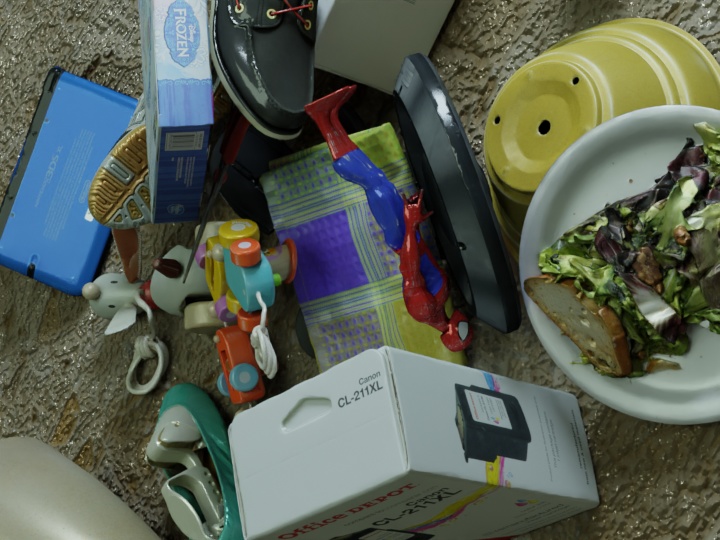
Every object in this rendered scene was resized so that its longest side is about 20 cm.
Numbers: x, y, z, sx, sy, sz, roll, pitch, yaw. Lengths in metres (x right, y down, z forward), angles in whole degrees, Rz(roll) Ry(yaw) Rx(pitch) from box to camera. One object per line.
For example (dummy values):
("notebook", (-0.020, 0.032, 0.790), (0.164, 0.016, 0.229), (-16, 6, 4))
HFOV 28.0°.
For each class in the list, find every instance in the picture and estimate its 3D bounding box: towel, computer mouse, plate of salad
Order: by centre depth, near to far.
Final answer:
("plate of salad", (0.192, -0.001, 0.888), (0.200, 0.048, 0.201), (3, 98, 22))
("towel", (0.000, 0.000, 1.085), (0.143, 0.023, 0.201), (-14, 92, 40))
("computer mouse", (-0.066, -0.096, 1.194), (0.141, 0.046, 0.200), (-56, 41, 17))

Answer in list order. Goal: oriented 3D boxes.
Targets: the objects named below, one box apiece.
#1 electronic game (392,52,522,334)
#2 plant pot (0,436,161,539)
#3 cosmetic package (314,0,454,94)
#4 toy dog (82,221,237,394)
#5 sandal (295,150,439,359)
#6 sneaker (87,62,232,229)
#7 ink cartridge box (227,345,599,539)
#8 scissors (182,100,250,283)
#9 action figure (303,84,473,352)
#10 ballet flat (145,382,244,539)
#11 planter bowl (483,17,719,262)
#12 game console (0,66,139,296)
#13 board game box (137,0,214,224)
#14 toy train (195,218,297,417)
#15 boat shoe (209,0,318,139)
("electronic game", (0.068, -0.052, 0.981), (0.042, 0.200, 0.200), (-20, 59, -1))
("plant pot", (-0.239, 0.260, 1.199), (0.200, 0.187, 0.188), (18, 91, 31))
("cosmetic package", (-0.016, -0.276, 1.154), (0.200, 0.123, 0.200), (38, 107, 41))
("toy dog", (-0.183, 0.014, 1.252), (0.200, 0.096, 0.132), (-33, 57, 33))
("sandal", (0.005, -0.013, 1.117), (0.200, 0.045, 0.075), (-54, 48, 18))
("sneaker", (-0.175, -0.118, 1.281), (0.200, 0.076, 0.088), (-54, 25, -17))
("ink cartridge box", (0.035, 0.127, 0.940), (0.146, 0.200, 0.083), (-29, 60, 35))
("scissors", (-0.105, -0.087, 1.123), (0.073, 0.014, 0.200), (-104, 33, -56))
("action figure", (0.027, -0.034, 1.004), (0.052, 0.065, 0.200), (-24, 95, 5))
("ballet flat", (-0.136, 0.164, 1.185), (0.067, 0.070, 0.200), (-50, 50, 22))
("planter bowl", (0.145, -0.087, 0.978), (0.200, 0.083, 0.201), (-14, 70, 40))
("game console", (-0.292, -0.093, 1.443), (0.170, 0.118, 0.200), (22, 95, 13))
("board game box", (-0.143, -0.162, 1.095), (0.200, 0.043, 0.200), (119, 146, -70))
("toy train", (-0.079, 0.037, 1.123), (0.200, 0.055, 0.151), (140, 115, -71))
("boat shoe", (-0.067, -0.191, 1.046), (0.063, 0.074, 0.202), (-38, 53, 45))
